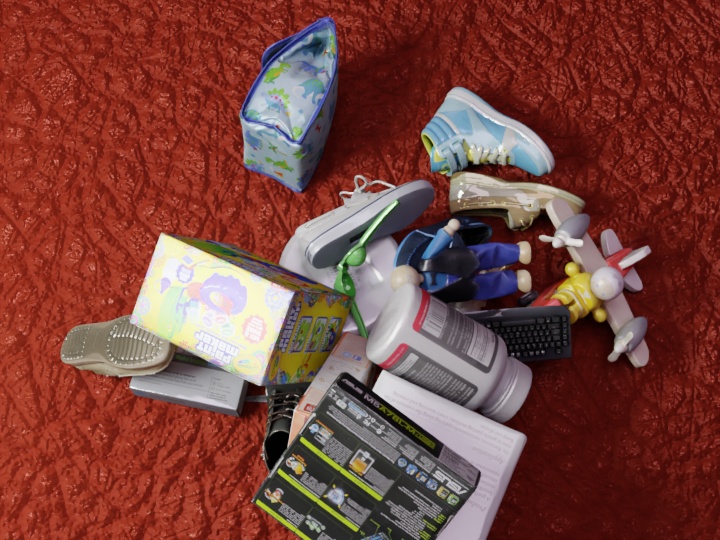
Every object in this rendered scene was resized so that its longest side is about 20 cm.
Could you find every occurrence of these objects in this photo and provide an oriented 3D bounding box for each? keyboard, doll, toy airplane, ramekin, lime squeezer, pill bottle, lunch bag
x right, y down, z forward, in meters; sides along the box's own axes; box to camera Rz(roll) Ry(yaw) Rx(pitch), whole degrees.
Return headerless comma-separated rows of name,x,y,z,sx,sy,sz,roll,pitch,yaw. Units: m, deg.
keyboard,0.182,0.114,1.520,0.197,0.021,0.129,-5,105,-2
doll,0.129,0.000,1.511,0.198,0.048,0.138,-8,106,-21
toy airplane,0.327,0.018,1.573,0.198,0.141,0.201,16,79,-13
ramekin,-0.026,0.020,1.593,0.198,0.098,0.203,0,69,0
lime squeezer,0.000,0.000,1.508,0.070,0.038,0.202,14,94,42
pill bottle,0.115,0.110,1.447,0.199,0.111,0.112,31,70,-13
lunch bag,-0.089,-0.246,1.654,0.126,0.170,0.201,27,71,6

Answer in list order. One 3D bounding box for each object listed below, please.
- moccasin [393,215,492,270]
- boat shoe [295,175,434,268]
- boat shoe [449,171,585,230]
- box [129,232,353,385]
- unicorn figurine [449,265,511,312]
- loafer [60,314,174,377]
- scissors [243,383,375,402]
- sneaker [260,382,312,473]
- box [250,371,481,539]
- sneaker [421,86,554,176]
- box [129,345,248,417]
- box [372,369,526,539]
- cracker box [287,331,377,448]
moccasin,0.116,-0.035,1.577,0.068,0.081,0.200,0,25,36
boat shoe,0.000,-0.083,1.549,0.201,0.075,0.086,-31,59,-11
boat shoe,0.224,-0.092,1.658,0.198,0.074,0.067,10,80,6
box,-0.146,0.051,1.449,0.198,0.192,0.123,23,96,20
unicorn figurine,0.133,0.065,1.583,0.136,0.074,0.203,7,95,-33
loafer,-0.315,0.105,1.532,0.198,0.068,0.076,0,67,37
scissors,-0.063,0.171,1.580,0.198,0.014,0.074,14,77,7
sneaker,-0.093,0.181,1.513,0.074,0.106,0.202,-9,74,8
box,0.005,0.248,1.305,0.199,0.048,0.194,35,115,2
sneaker,0.176,-0.169,1.679,0.199,0.080,0.131,35,71,22
box,-0.218,0.089,1.593,0.154,0.041,0.202,11,68,6
box,0.080,0.257,1.444,0.197,0.200,0.173,23,75,7
cracker box,-0.036,0.185,1.436,0.057,0.135,0.200,17,29,10
